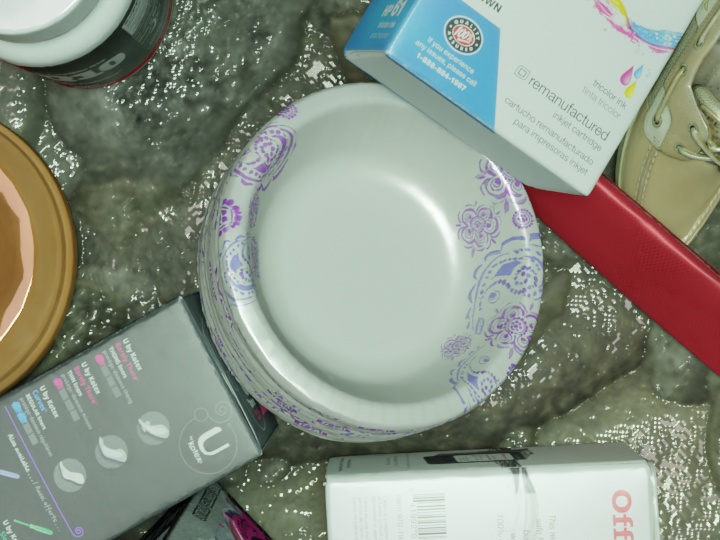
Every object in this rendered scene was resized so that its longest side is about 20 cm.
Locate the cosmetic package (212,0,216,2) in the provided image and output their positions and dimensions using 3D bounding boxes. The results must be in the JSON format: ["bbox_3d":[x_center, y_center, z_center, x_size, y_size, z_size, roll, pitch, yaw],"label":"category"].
[{"bbox_3d":[-0.024,-0.246,0.889,0.198,0.104,0.074,-29,92,3],"label":"cosmetic package"}]

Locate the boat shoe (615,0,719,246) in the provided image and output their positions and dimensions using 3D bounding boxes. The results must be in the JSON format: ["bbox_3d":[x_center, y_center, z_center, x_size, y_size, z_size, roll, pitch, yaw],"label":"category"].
[{"bbox_3d":[0.207,-0.093,0.883,0.071,0.065,0.202,13,112,-12],"label":"boat shoe"}]

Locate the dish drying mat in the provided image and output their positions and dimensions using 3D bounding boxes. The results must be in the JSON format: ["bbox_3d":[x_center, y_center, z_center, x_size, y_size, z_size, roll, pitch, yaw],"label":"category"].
[{"bbox_3d":[0.174,-0.008,0.909,0.199,0.077,0.018,40,63,0],"label":"dish drying mat"}]

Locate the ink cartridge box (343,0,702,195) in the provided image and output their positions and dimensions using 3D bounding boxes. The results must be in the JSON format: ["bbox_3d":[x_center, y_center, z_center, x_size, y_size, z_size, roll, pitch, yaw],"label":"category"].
[{"bbox_3d":[0.107,-0.166,0.816,0.144,0.085,0.202,32,86,-18],"label":"ink cartridge box"}]

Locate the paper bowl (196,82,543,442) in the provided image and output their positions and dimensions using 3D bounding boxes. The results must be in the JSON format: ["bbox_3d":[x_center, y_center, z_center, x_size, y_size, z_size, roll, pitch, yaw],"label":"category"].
[{"bbox_3d":[0.000,0.000,0.874,0.198,0.104,0.204,5,76,-21],"label":"paper bowl"}]

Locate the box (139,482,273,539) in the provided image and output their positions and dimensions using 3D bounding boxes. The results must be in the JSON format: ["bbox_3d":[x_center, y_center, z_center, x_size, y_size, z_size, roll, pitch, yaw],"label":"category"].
[{"bbox_3d":[-0.103,0.217,0.855,0.132,0.200,0.115,-44,92,2],"label":"box"}]

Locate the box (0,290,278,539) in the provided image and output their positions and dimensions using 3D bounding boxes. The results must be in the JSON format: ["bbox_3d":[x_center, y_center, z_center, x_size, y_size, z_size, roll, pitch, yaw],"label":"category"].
[{"bbox_3d":[-0.161,0.105,0.892,0.198,0.122,0.107,-29,91,3],"label":"box"}]

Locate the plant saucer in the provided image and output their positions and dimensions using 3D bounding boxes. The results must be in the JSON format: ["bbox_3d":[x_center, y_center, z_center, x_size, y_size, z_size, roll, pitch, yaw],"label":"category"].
[{"bbox_3d":[-0.277,-0.008,0.917,0.197,0.037,0.204,1,84,-6],"label":"plant saucer"}]

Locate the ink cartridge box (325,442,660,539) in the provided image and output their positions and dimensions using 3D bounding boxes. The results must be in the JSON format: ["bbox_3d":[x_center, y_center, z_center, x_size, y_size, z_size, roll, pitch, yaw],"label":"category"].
[{"bbox_3d":[0.080,0.187,0.909,0.197,0.083,0.148,-3,91,1],"label":"ink cartridge box"}]

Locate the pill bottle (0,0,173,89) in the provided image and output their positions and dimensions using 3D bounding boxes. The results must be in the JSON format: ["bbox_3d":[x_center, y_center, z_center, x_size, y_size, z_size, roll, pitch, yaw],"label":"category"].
[{"bbox_3d":[-0.176,-0.169,0.845,0.112,0.200,0.116,0,92,1],"label":"pill bottle"}]
